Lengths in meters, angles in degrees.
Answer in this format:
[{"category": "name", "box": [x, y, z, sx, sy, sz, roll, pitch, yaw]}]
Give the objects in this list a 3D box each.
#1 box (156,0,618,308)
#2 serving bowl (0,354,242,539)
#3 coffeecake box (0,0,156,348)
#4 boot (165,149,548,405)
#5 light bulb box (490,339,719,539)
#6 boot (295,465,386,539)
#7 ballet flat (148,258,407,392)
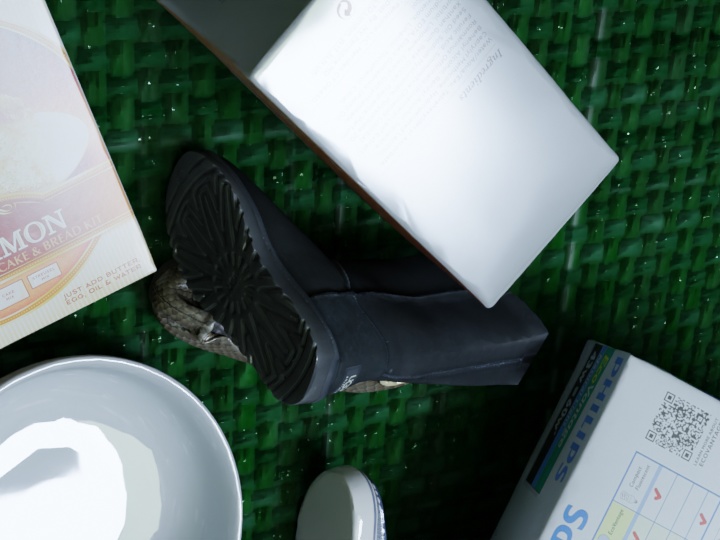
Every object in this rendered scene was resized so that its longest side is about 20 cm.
[{"category": "box", "box": [0.012, -0.101, 0.739, 0.107, 0.152, 0.200, -48, 125, 1]}, {"category": "serving bowl", "box": [-0.168, 0.145, 0.804, 0.198, 0.066, 0.203, -4, 97, -32]}, {"category": "coffeecake box", "box": [-0.210, -0.062, 0.692, 0.152, 0.073, 0.202, -27, 122, -12]}, {"category": "boot", "box": [0.000, 0.001, 0.819, 0.198, 0.166, 0.066, -4, 144, -45]}, {"category": "light bulb box", "box": [0.203, 0.179, 0.927, 0.198, 0.125, 0.200, 28, 89, -4]}, {"category": "boot", "box": [0.008, 0.207, 0.945, 0.089, 0.073, 0.202, -10, 126, -29]}, {"category": "ballet flat", "box": [-0.034, 0.039, 0.848, 0.198, 0.046, 0.068, 19, 104, -33]}]
